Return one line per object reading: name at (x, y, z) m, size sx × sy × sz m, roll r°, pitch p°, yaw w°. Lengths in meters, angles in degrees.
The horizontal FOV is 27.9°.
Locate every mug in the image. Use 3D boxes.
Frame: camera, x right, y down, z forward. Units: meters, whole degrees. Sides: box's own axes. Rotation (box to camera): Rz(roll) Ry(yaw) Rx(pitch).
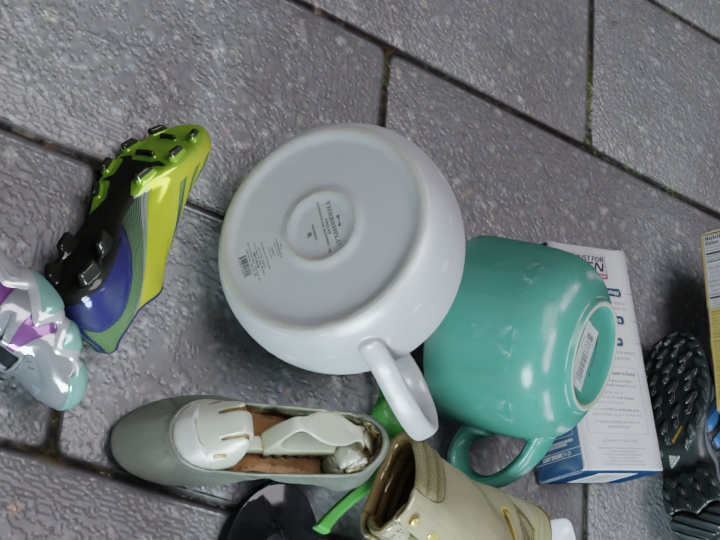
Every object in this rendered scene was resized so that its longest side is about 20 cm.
mug at (0.136, 0.071, 1.153) m, size 0.152 × 0.114 × 0.186 m, roll -39°, pitch 131°, yaw -47°

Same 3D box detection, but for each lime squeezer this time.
lime squeezer at (0.008, 0.123, 1.114) m, size 0.070 × 0.038 × 0.201 m, roll 22°, pitch 54°, yaw -15°

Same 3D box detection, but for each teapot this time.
teapot at (0.000, 0.000, 1.080) m, size 0.201 × 0.196 × 0.146 m, roll -64°, pitch 149°, yaw -14°

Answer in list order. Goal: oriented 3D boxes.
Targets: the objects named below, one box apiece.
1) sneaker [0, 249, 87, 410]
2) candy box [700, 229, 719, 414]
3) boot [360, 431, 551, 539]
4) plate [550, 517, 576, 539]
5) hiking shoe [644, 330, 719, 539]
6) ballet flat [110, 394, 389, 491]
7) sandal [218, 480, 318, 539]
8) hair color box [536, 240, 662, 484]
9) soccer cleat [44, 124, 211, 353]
sneaker at (-0.273, 0.028, 0.906) m, size 0.140 × 0.078 × 0.200 m, roll -35°, pitch 86°, yaw -40°
candy box at (0.366, 0.072, 1.361) m, size 0.117 × 0.056 × 0.201 m, roll 53°, pitch 33°, yaw -44°
boot at (0.066, 0.228, 1.040) m, size 0.155 × 0.073 × 0.201 m, roll 35°, pitch 47°, yaw -28°
plate at (0.111, 0.305, 1.124) m, size 0.198 × 0.032 × 0.202 m, roll -2°, pitch 73°, yaw -40°
hiking shoe at (0.303, 0.157, 1.326) m, size 0.087 × 0.074 × 0.202 m, roll 31°, pitch 51°, yaw -54°
ballet flat at (-0.072, 0.114, 1.010) m, size 0.198 × 0.064 × 0.068 m, roll 7°, pitch 60°, yaw -24°
sandal at (-0.074, 0.235, 0.996) m, size 0.076 × 0.043 × 0.201 m, roll 38°, pitch 53°, yaw -21°
hair color box at (0.193, 0.082, 1.261) m, size 0.099 × 0.060 × 0.202 m, roll 7°, pitch 69°, yaw -37°
soccer cleat at (-0.159, -0.027, 1.036) m, size 0.201 × 0.064 × 0.084 m, roll -64°, pitch 143°, yaw -40°
